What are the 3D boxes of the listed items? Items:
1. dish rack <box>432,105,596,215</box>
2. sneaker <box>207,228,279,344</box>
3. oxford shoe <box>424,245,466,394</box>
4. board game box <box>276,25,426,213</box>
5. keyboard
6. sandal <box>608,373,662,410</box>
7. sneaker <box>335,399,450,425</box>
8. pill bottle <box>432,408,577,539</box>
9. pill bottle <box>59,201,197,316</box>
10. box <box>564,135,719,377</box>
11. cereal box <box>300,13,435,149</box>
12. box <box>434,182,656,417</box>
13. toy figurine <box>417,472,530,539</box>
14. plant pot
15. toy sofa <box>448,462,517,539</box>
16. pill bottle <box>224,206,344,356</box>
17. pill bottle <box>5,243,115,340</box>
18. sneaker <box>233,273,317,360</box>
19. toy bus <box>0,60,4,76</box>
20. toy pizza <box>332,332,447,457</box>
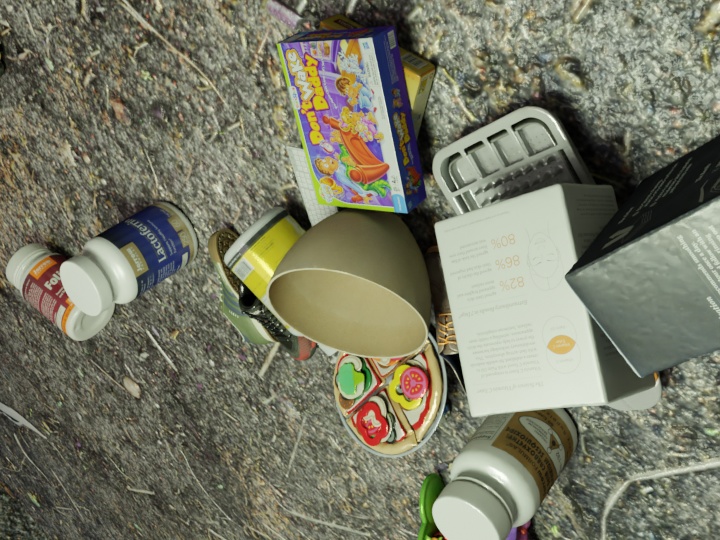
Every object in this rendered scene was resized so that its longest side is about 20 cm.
[{"bbox_3d":[0.186,-0.073,0.887,0.171,0.044,0.200,-22,102,47],"label":"dish rack"},{"bbox_3d":[-0.197,0.035,1.283,0.090,0.067,0.201,-15,111,41],"label":"sneaker"},{"bbox_3d":[0.124,0.065,1.016,0.071,0.073,0.200,-12,109,46],"label":"oxford shoe"},{"bbox_3d":[-0.008,-0.169,0.927,0.134,0.045,0.201,8,125,37],"label":"board game box"},{"bbox_3d":[-0.050,-0.080,1.080,0.056,0.011,0.200,22,145,33],"label":"keyboard"},{"bbox_3d":[0.274,0.065,0.892,0.079,0.059,0.207,-12,118,40],"label":"sandal"},{"bbox_3d":[0.028,0.207,1.188,0.200,0.085,0.077,-3,123,44],"label":"sneaker"},{"bbox_3d":[0.176,0.247,1.004,0.114,0.200,0.115,22,131,28],"label":"pill bottle"},{"bbox_3d":[-0.365,-0.018,1.295,0.115,0.200,0.116,23,132,28],"label":"pill bottle"},{"bbox_3d":[0.312,-0.035,0.687,0.118,0.197,0.200,52,139,-3],"label":"box"},{"bbox_3d":[0.001,-0.182,0.974,0.144,0.040,0.200,33,135,20],"label":"cereal box"},{"bbox_3d":[0.178,0.031,0.800,0.152,0.106,0.201,-15,82,43],"label":"box"},{"bbox_3d":[0.190,0.397,1.185,0.183,0.150,0.201,-5,91,29],"label":"toy figurine"},{"bbox_3d":[0.000,0.000,1.001,0.200,0.135,0.201,13,150,8],"label":"plant pot"},{"bbox_3d":[0.160,0.365,1.103,0.097,0.201,0.083,5,164,23],"label":"toy sofa"},{"bbox_3d":[-0.083,0.018,1.124,0.200,0.112,0.112,46,139,-2],"label":"pill bottle"},{"bbox_3d":[-0.588,0.038,1.598,0.200,0.114,0.114,34,136,18],"label":"pill bottle"},{"bbox_3d":[-0.130,0.059,1.220,0.071,0.098,0.201,-2,118,40],"label":"sneaker"},{"bbox_3d":[-0.740,-0.344,1.403,0.200,0.192,0.136,-31,95,47],"label":"toy bus"},{"bbox_3d":[0.032,0.155,1.121,0.200,0.032,0.201,-5,82,41],"label":"toy pizza"}]
